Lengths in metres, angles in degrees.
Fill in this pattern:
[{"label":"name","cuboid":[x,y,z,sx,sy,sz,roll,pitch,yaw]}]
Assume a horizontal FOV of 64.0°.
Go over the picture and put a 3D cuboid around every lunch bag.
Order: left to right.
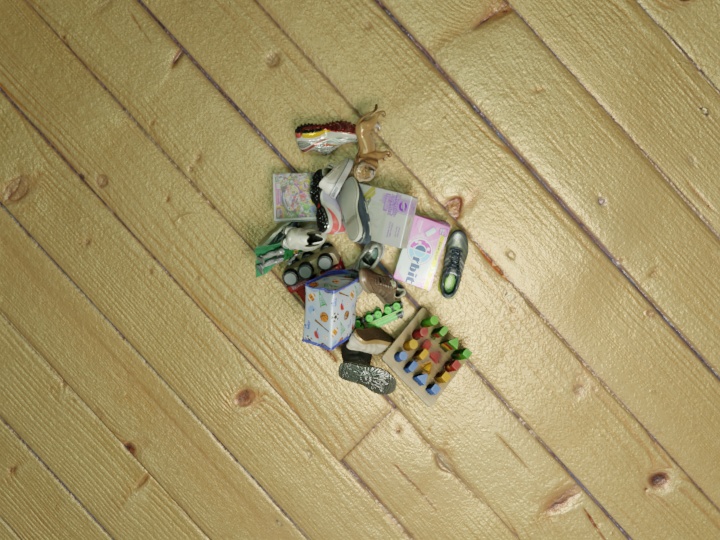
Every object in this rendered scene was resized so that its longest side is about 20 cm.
[{"label":"lunch bag","cuboid":[-0.069,0.098,1.574,0.122,0.199,0.174,15,111,27]}]

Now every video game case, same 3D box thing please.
[{"label":"video game case","cuboid":[-0.151,-0.212,1.648,0.195,0.018,0.147,-3,73,-5]}]

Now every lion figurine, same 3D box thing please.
[{"label":"lion figurine","cuboid":[0.019,-0.355,1.607,0.120,0.072,0.205,-15,96,-25]}]

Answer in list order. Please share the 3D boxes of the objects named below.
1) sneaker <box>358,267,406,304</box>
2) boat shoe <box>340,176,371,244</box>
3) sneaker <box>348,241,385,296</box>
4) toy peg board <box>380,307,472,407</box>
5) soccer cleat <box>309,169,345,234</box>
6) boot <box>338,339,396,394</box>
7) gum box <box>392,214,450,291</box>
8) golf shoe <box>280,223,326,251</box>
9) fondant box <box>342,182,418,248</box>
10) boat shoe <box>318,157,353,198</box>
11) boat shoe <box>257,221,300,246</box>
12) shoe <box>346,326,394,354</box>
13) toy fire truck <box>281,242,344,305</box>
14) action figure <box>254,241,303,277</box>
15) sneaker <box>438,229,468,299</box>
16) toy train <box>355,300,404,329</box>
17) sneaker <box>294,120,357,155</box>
[{"label":"sneaker","cuboid":[0.062,0.034,1.613,0.074,0.200,0.072,-17,64,21]},{"label":"boat shoe","cuboid":[-0.006,-0.164,1.581,0.075,0.061,0.204,-37,52,36]},{"label":"sneaker","cuboid":[0.000,0.000,1.660,0.075,0.092,0.203,29,98,3]},{"label":"toy peg board","cuboid":[0.198,0.238,1.620,0.200,0.098,0.200,44,70,-1]},{"label":"soccer cleat","cuboid":[-0.092,-0.190,1.610,0.068,0.072,0.204,-39,54,41]},{"label":"boot","cuboid":[0.020,0.267,1.630,0.178,0.200,0.074,23,97,1]},{"label":"gum box","cuboid":[0.176,-0.058,1.649,0.111,0.066,0.205,18,97,4]},{"label":"golf shoe","cuboid":[-0.133,-0.085,1.599,0.095,0.199,0.080,10,102,27]},{"label":"fondant box","cuboid":[0.051,-0.157,1.624,0.196,0.058,0.148,17,97,24]},{"label":"boat shoe","cuboid":[-0.071,-0.269,1.589,0.069,0.201,0.071,29,126,-6]},{"label":"boat shoe","cuboid":[-0.208,-0.116,1.682,0.199,0.074,0.066,-45,115,-6]},{"label":"shoe","cuboid":[0.030,0.201,1.635,0.070,0.198,0.054,47,110,32]},{"label":"toy fire truck","cuboid":[-0.116,0.054,1.675,0.173,0.129,0.203,-22,112,12]},{"label":"action figure","cuboid":[-0.210,-0.054,1.647,0.055,0.198,0.120,43,140,24]},{"label":"sneaker","cuboid":[0.268,-0.013,1.638,0.072,0.081,0.205,8,96,4]},{"label":"toy train","cuboid":[0.041,0.147,1.698,0.196,0.042,0.057,-24,103,7]},{"label":"sneaker","cuboid":[-0.087,-0.377,1.648,0.195,0.079,0.084,-4,128,-2]}]
